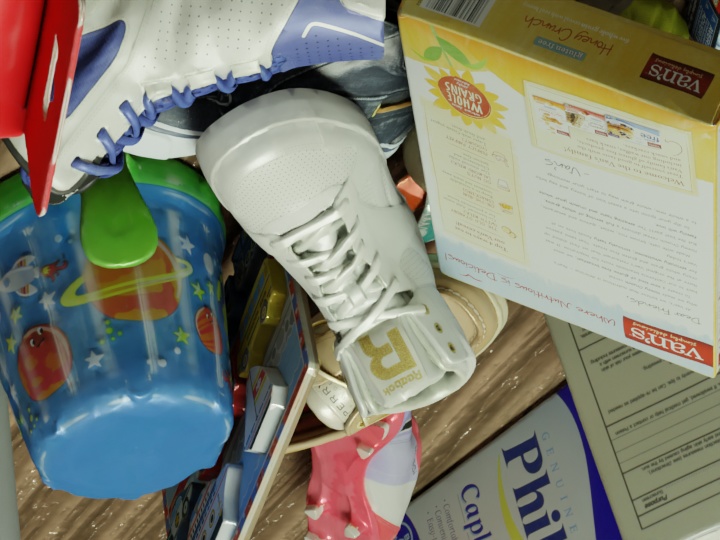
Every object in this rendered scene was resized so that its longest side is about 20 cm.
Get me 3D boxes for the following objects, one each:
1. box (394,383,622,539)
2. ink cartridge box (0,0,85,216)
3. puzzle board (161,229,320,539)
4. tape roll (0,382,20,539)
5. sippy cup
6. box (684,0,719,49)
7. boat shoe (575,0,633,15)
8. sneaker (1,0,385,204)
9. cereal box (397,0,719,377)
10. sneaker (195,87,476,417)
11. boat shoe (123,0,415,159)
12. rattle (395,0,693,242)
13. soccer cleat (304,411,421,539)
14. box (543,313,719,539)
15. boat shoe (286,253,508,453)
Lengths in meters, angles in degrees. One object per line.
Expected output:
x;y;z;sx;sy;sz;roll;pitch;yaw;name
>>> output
0.124;0.193;1.459;0.105;0.184;0.200;20;131;-41;box
-0.151;-0.127;0.851;0.067;0.201;0.116;-4;144;-19;ink cartridge box
-0.066;0.074;1.192;0.017;0.151;0.200;11;124;-16;puzzle board
-0.269;0.117;1.193;0.202;0.140;0.203;-8;148;-5;tape roll
-0.120;0.034;1.163;0.139;0.131;0.178;-28;146;17;sippy cup
0.255;-0.118;1.197;0.199;0.040;0.137;-10;147;-11;box
0.094;-0.187;0.976;0.072;0.063;0.200;4;135;4;boat shoe
-0.092;-0.081;0.983;0.199;0.116;0.081;6;-178;-2;sneaker
0.094;-0.040;1.039;0.143;0.040;0.200;22;154;19;cereal box
0.000;0.000;1.075;0.074;0.116;0.200;-30;155;11;sneaker
-0.043;-0.100;1.066;0.200;0.071;0.091;3;142;-40;boat shoe
0.075;-0.037;1.136;0.199;0.143;0.130;-24;137;15;rattle
0.005;0.086;1.373;0.077;0.067;0.200;-49;155;-40;soccer cleat
0.188;0.066;1.287;0.128;0.201;0.109;-26;145;14;box
-0.008;0.055;1.250;0.200;0.069;0.074;-28;110;40;boat shoe
